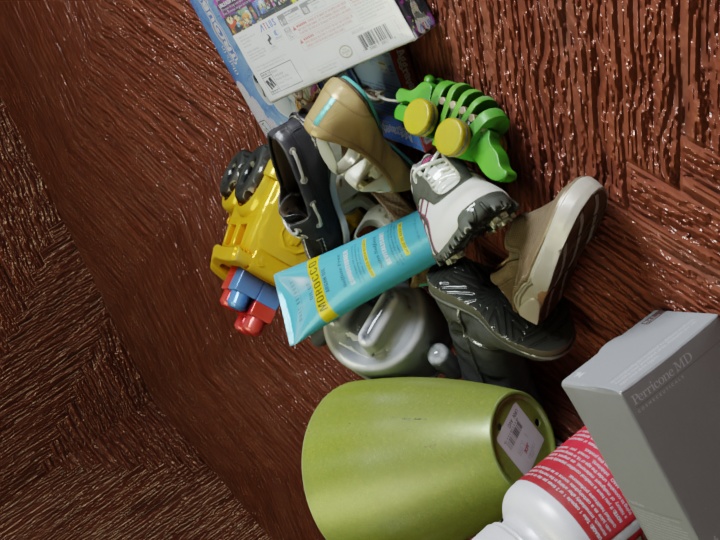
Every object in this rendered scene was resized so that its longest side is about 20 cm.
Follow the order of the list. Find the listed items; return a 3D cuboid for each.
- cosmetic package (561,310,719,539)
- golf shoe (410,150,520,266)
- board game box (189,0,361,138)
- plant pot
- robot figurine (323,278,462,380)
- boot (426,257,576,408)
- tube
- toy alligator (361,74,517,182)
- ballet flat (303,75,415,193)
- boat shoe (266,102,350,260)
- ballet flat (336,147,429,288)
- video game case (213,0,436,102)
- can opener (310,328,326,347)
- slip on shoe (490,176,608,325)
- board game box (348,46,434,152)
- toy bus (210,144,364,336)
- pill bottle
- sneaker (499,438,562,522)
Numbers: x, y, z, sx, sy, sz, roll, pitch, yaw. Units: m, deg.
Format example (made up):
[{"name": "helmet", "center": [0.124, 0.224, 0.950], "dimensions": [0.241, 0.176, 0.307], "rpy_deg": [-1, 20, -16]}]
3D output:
[{"name": "cosmetic package", "center": [0.250, 0.139, 0.876], "dimensions": [0.201, 0.107, 0.090], "rpy_deg": [59, 162, -15]}, {"name": "golf shoe", "center": [0.073, -0.056, 0.966], "dimensions": [0.088, 0.077, 0.200], "rpy_deg": [56, 178, -2]}, {"name": "board game box", "center": [-0.093, -0.230, 1.149], "dimensions": [0.201, 0.043, 0.199], "rpy_deg": [60, 161, -11]}, {"name": "plant pot", "center": [0.078, 0.178, 1.102], "dimensions": [0.199, 0.187, 0.188], "rpy_deg": [-21, 104, 45]}, {"name": "robot figurine", "center": [0.032, 0.064, 1.233], "dimensions": [0.169, 0.113, 0.200], "rpy_deg": [33, 176, 24]}, {"name": "boot", "center": [0.145, 0.091, 1.112], "dimensions": [0.182, 0.072, 0.201], "rpy_deg": [36, 151, 46]}, {"name": "tube", "center": [0.000, 0.000, 1.125], "dimensions": [0.050, 0.199, 0.078], "rpy_deg": [23, -132, -50]}, {"name": "toy alligator", "center": [0.066, -0.135, 0.965], "dimensions": [0.200, 0.059, 0.055], "rpy_deg": [40, 112, 43]}, {"name": "ballet flat", "center": [-0.001, -0.108, 1.055], "dimensions": [0.069, 0.063, 0.200], "rpy_deg": [40, 178, 29]}, {"name": "boat shoe", "center": [-0.053, -0.068, 1.136], "dimensions": [0.074, 0.060, 0.201], "rpy_deg": [43, 151, 32]}, {"name": "ballet flat", "center": [0.014, -0.058, 1.182], "dimensions": [0.200, 0.072, 0.068], "rpy_deg": [51, 161, 17]}, {"name": "video game case", "center": [-0.052, -0.250, 0.982], "dimensions": [0.199, 0.036, 0.182], "rpy_deg": [-14, 110, 49]}, {"name": "can opener", "center": [-0.019, 0.039, 1.391], "dimensions": [0.053, 0.066, 0.200], "rpy_deg": [63, 152, 11]}, {"name": "slip on shoe", "center": [0.143, -0.021, 0.926], "dimensions": [0.060, 0.076, 0.200], "rpy_deg": [38, 165, 14]}, {"name": "board game box", "center": [-0.003, -0.179, 1.108], "dimensions": [0.200, 0.019, 0.103], "rpy_deg": [29, 146, 54]}, {"name": "toy bus", "center": [-0.104, -0.025, 1.300], "dimensions": [0.135, 0.193, 0.200], "rpy_deg": [27, 173, -21]}, {"name": "pill bottle", "center": [0.191, 0.197, 0.967], "dimensions": [0.112, 0.199, 0.113], "rpy_deg": [47, 159, 24]}, {"name": "sneaker", "center": [0.191, 0.241, 1.151], "dimensions": [0.199, 0.129, 0.080], "rpy_deg": [28, 149, 55]}]
